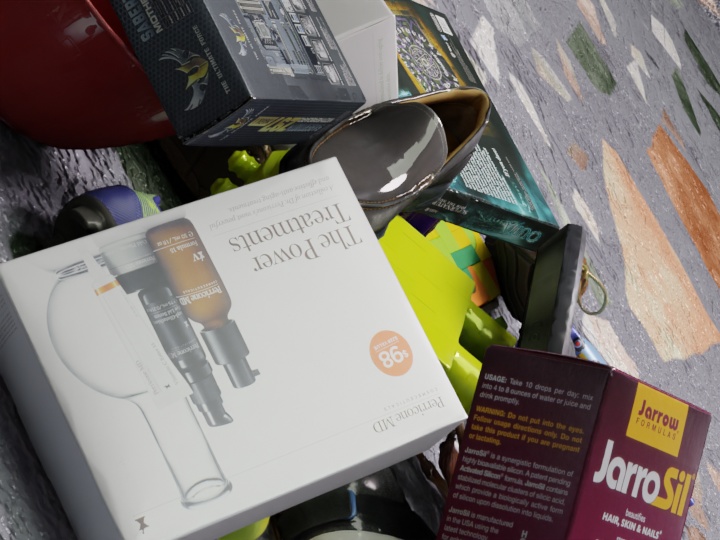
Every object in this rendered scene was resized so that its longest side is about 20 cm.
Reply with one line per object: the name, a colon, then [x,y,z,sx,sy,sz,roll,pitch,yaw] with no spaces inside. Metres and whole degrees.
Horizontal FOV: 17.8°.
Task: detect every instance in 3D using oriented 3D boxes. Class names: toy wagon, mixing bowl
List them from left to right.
mixing bowl: [-0.157,-0.139,1.226,0.200,0.108,0.201,48,21,-26]
toy wagon: [0.041,-0.011,1.623,0.156,0.039,0.200,59,19,3]

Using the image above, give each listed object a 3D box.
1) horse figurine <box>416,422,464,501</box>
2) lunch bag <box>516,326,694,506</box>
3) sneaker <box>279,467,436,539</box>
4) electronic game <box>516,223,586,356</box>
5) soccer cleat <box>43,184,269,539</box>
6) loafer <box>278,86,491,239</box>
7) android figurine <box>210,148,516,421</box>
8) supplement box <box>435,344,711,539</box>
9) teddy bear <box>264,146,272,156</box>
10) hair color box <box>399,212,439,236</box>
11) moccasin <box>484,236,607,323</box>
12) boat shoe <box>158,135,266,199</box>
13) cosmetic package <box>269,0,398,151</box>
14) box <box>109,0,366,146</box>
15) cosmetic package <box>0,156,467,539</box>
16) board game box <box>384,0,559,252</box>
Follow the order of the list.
horse figurine: [0.090,0.140,1.506,0.133,0.050,0.200,59,19,11]
lunch bag: [0.167,0.113,1.699,0.151,0.094,0.200,55,10,-1]
sneaker: [0.030,0.157,1.293,0.200,0.073,0.113,23,42,-56]
electronic game: [0.109,0.071,1.379,0.200,0.041,0.202,12,90,-86]
soccer cleat: [-0.087,0.043,1.176,0.083,0.065,0.201,-13,69,-49]
loafer: [0.015,-0.069,1.308,0.073,0.072,0.200,46,25,4]
android figurine: [0.001,0.003,1.304,0.199,0.041,0.182,38,24,-8]
supplement box: [0.104,0.152,1.223,0.110,0.085,0.202,23,79,-48]
teddy bear: [0.000,0.000,1.454,0.200,0.067,0.145,49,-6,-35]
hair color box: [-0.014,-0.114,1.541,0.200,0.065,0.109,41,24,-6]
moccasin: [0.139,0.001,1.706,0.201,0.077,0.074,177,-96,-88]
boat shoe: [-0.117,-0.130,1.393,0.076,0.071,0.201,-60,127,-82]
cosmetic package: [-0.058,-0.172,1.402,0.201,0.084,0.108,56,-17,30]
box: [-0.086,-0.162,1.196,0.201,0.051,0.158,62,19,7]
cosmetic package: [-0.066,0.044,1.107,0.199,0.052,0.152,-20,78,-33]
board game box: [0.043,-0.108,1.512,0.135,0.028,0.201,17,39,-46]
